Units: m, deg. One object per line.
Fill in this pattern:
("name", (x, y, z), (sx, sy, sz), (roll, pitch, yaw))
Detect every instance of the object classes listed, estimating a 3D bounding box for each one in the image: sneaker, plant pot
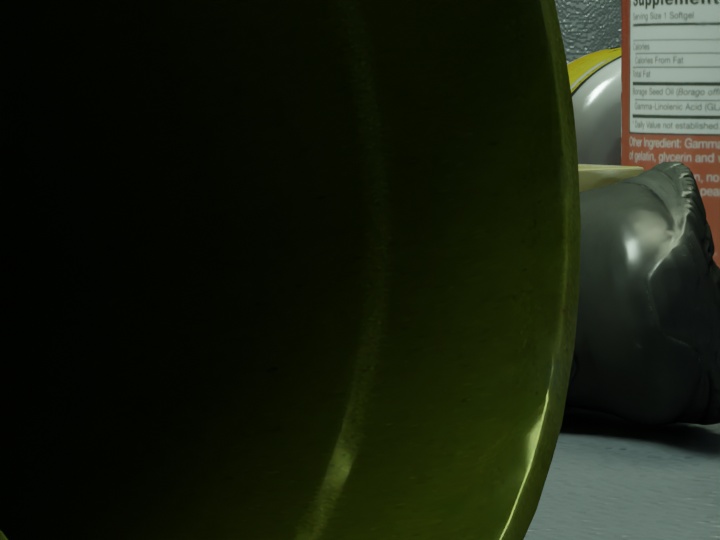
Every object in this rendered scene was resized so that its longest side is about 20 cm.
("sneaker", (0.045, 0.015, 0.764), (0.090, 0.076, 0.200), (-11, 0, -14))
("plant pot", (-0.094, -0.018, 0.451), (0.192, 0.201, 0.200), (-11, -2, 33))

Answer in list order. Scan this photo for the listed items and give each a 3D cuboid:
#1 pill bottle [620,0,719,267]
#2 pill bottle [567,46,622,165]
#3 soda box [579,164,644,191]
("pill bottle", (0.150, -0.073, 0.960), (0.112, 0.201, 0.112), (0, 4, 0))
("pill bottle", (0.119, -0.039, 1.118), (0.112, 0.113, 0.200), (-1, 4, -4))
("soda box", (0.000, 0.000, 0.886), (0.199, 0.068, 0.064), (-3, 5, -32))
